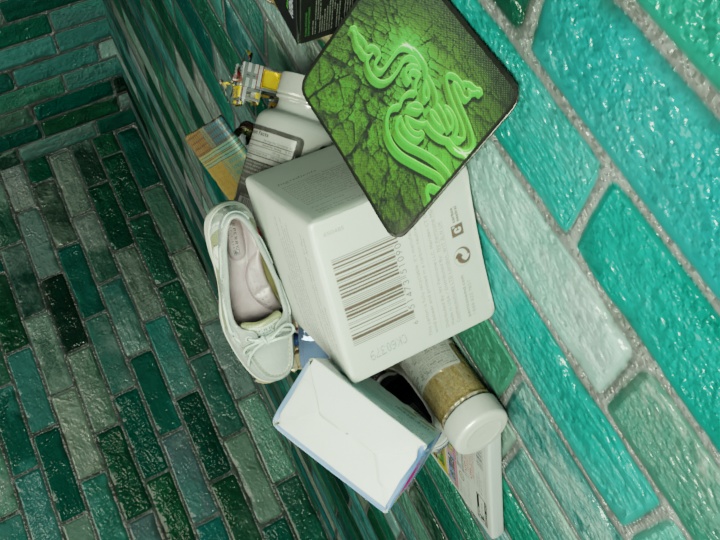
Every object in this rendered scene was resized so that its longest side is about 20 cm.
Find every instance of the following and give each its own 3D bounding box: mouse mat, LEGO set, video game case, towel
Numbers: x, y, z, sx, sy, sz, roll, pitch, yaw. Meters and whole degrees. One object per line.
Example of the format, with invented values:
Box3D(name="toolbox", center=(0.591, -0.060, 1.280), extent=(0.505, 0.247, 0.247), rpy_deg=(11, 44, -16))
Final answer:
Box3D(name="mouse mat", center=(0.030, -0.150, 0.671), extent=(0.161, 0.007, 0.202), rpy_deg=(-49, 57, 29))
Box3D(name="LEGO set", center=(-0.139, -0.201, 1.057), extent=(0.200, 0.114, 0.157), rpy_deg=(-132, 54, -65))
Box3D(name="video game case", center=(0.120, 0.207, 1.007), extent=(0.182, 0.022, 0.202), rpy_deg=(50, 157, 46))
Box3D(name="towel", center=(-0.145, -0.106, 1.055), extent=(0.201, 0.022, 0.146), rpy_deg=(55, 156, -17))

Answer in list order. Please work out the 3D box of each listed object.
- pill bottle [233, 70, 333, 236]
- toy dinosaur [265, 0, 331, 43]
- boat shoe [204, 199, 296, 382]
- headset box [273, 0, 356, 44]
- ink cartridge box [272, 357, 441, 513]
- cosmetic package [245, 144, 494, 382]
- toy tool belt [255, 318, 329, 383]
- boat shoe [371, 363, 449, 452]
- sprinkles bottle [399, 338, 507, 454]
Box3D(name="pill bottle", center=(-0.079, -0.119, 0.931), extent=(0.110, 0.109, 0.204), rpy_deg=(30, 104, 64))
Box3D(name="toy dinosaur", center=(-0.056, -0.282, 0.888), extent=(0.201, 0.047, 0.089), rpy_deg=(56, 175, 35))
Box3D(name="boat shoe", center=(-0.113, 0.029, 0.845), extent=(0.065, 0.073, 0.206), rpy_deg=(-142, 38, -67))
Box3D(name="headset box", center=(-0.054, -0.342, 0.707), extent=(0.175, 0.091, 0.202), rpy_deg=(102, 144, -63))
Box3D(name="ink cartridge box", center=(0.006, 0.157, 0.812), extent=(0.135, 0.077, 0.200), rpy_deg=(35, -178, 12))
Box3D(name="cosmetic package", center=(0.005, -0.026, 0.811), extent=(0.200, 0.163, 0.168), rpy_deg=(37, 146, 59))
Box3D(name="toy tool belt", center=(-0.091, 0.079, 1.003), extent=(0.125, 0.120, 0.204), rpy_deg=(-54, -34, -77))
Box3D(name="boat shoe", center=(0.033, 0.138, 0.983), extent=(0.199, 0.074, 0.065), rpy_deg=(33, 171, 35))
Box3D(name="sprinkles bottle", center=(0.084, 0.107, 0.907), extent=(0.201, 0.067, 0.069), rpy_deg=(55, 160, 38))
